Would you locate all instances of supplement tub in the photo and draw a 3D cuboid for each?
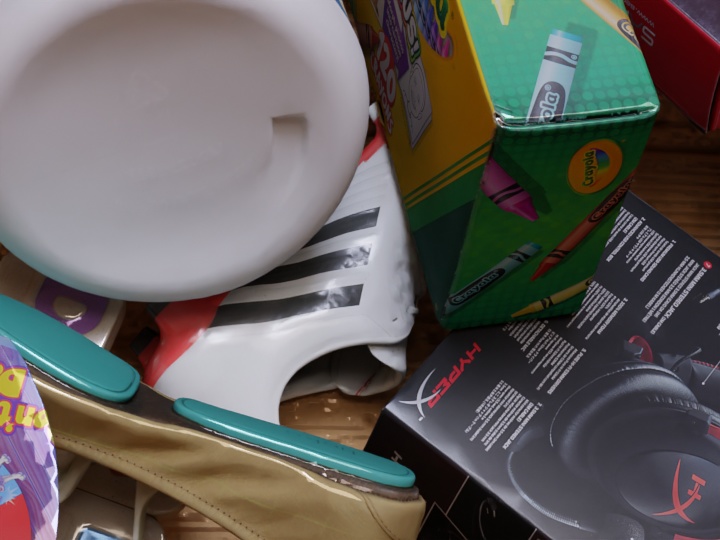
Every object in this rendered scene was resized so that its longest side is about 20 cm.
[{"bbox_3d":[-0.082,-0.100,0.717,0.144,0.145,0.200,1,36,-13],"label":"supplement tub"}]

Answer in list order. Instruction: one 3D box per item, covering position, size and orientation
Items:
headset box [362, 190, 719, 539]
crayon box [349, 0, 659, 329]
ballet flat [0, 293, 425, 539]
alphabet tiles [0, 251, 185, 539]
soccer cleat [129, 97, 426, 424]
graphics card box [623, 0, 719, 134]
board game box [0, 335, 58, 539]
[{"bbox_3d":[0.119,0.081,0.721,0.200,0.075,0.149,37,57,10],"label":"headset box"},{"bbox_3d":[0.042,-0.095,0.702,0.058,0.119,0.201,-6,57,-12],"label":"crayon box"},{"bbox_3d":[-0.078,0.062,0.643,0.199,0.069,0.063,23,95,3],"label":"ballet flat"},{"bbox_3d":[-0.162,0.073,0.669,0.195,0.015,0.201,20,65,5],"label":"alphabet tiles"},{"bbox_3d":[0.000,0.000,0.753,0.085,0.069,0.200,45,62,6],"label":"soccer cleat"},{"bbox_3d":[0.177,-0.152,0.790,0.200,0.051,0.126,-30,59,-21],"label":"graphics card box"},{"bbox_3d":[-0.190,0.064,0.568,0.199,0.039,0.158,18,66,6],"label":"board game box"}]
